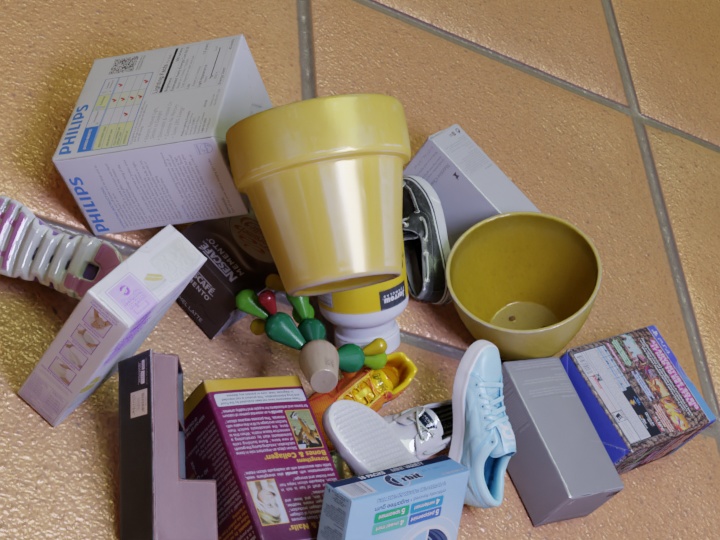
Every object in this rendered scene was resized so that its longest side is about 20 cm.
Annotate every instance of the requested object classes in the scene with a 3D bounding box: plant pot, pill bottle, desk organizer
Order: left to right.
[{"bbox_3d":[-0.198,0.188,1.455,0.077,0.072,0.201,8,71,-37],"label":"desk organizer"},{"bbox_3d":[-0.035,-0.075,1.553,0.200,0.200,0.190,-5,83,-40],"label":"plant pot"},{"bbox_3d":[0.000,0.000,1.722,0.112,0.201,0.112,-6,21,2],"label":"pill bottle"},{"bbox_3d":[0.215,0.044,1.872,0.199,0.142,0.201,-4,50,4],"label":"plant pot"}]

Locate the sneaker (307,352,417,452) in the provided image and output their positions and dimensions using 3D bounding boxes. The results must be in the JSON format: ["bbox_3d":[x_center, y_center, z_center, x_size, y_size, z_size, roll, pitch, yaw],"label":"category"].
[{"bbox_3d":[-0.008,0.149,1.681,0.073,0.077,0.200,47,42,5],"label":"sneaker"}]

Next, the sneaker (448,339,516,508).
[{"bbox_3d":[0.157,0.186,1.691,0.074,0.082,0.201,-3,100,-48],"label":"sneaker"}]

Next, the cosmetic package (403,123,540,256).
[{"bbox_3d":[0.154,-0.092,1.992,0.200,0.113,0.081,47,40,10],"label":"cosmetic package"}]

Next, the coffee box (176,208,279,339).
[{"bbox_3d":[-0.141,-0.019,1.721,0.114,0.080,0.200,46,41,5],"label":"coffee box"}]

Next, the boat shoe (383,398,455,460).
[{"bbox_3d":[0.069,0.190,1.710,0.200,0.067,0.074,-19,68,-46],"label":"boat shoe"}]

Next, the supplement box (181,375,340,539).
[{"bbox_3d":[-0.107,0.222,1.518,0.131,0.103,0.201,2,53,-39],"label":"supplement box"}]

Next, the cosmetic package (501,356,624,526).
[{"bbox_3d":[0.237,0.215,1.807,0.107,0.090,0.201,0,58,-38],"label":"cosmetic package"}]

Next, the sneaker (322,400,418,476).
[{"bbox_3d":[0.015,0.229,1.598,0.200,0.082,0.074,47,42,-18],"label":"sneaker"}]

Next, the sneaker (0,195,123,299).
[{"bbox_3d":[-0.349,-0.016,1.570,0.199,0.088,0.081,23,82,7],"label":"sneaker"}]

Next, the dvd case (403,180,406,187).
[{"bbox_3d":[-0.027,-0.120,1.818,0.150,0.200,0.025,43,68,2],"label":"dvd case"}]

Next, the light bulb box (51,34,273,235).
[{"bbox_3d":[-0.226,-0.160,1.671,0.199,0.199,0.125,-80,156,-45],"label":"light bulb box"}]

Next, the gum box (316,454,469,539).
[{"bbox_3d":[0.026,0.305,1.486,0.169,0.201,0.044,-6,23,-41],"label":"gum box"}]

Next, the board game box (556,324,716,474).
[{"bbox_3d":[0.353,0.179,1.916,0.200,0.097,0.160,-11,62,-43],"label":"board game box"}]

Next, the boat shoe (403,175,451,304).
[{"bbox_3d":[0.076,-0.047,1.921,0.063,0.071,0.201,7,53,-35],"label":"boat shoe"}]

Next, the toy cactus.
[{"bbox_3d":[-0.044,0.078,1.611,0.200,0.102,0.165,36,17,-25],"label":"toy cactus"}]

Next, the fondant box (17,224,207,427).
[{"bbox_3d":[-0.258,0.058,1.471,0.058,0.200,0.144,42,41,1],"label":"fondant box"}]
